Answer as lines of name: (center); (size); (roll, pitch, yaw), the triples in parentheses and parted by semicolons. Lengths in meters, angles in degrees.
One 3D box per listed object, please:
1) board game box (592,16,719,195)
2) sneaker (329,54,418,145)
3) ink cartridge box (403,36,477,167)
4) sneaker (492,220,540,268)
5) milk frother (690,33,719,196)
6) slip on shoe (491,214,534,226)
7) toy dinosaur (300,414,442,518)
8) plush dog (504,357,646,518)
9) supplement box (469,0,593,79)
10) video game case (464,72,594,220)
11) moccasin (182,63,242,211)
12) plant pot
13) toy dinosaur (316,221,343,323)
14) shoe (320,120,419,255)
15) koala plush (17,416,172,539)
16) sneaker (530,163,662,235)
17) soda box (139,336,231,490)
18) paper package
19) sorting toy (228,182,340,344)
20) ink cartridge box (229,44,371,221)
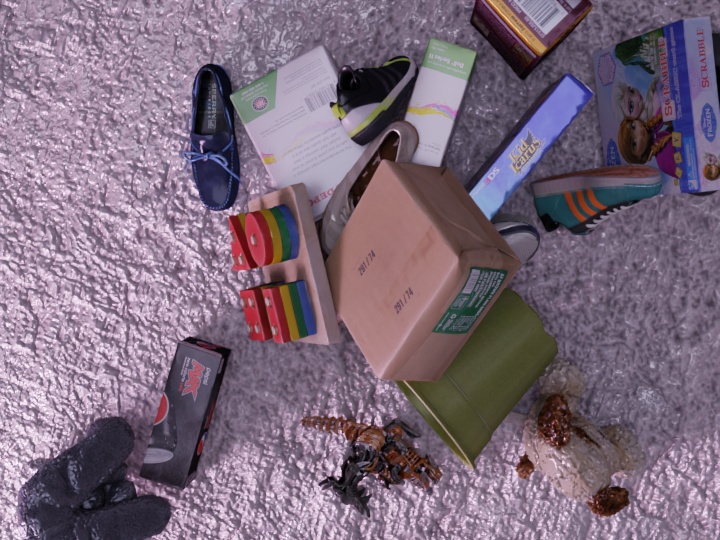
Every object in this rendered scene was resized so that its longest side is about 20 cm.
board game box: (0.368, -0.194, 1.149); (0.041, 0.199, 0.201); (-8, 93, -16)
sneaker: (0.015, -0.240, 1.175); (0.083, 0.200, 0.072); (43, 127, -15)
ink cartridge box: (0.091, -0.193, 1.210); (0.067, 0.117, 0.201); (18, 96, 4)
sneaker: (0.147, 0.012, 1.177); (0.199, 0.085, 0.077); (-31, 116, 7)
milk frother: (0.488, -0.194, 1.145); (0.179, 0.188, 0.202); (0, 94, 5)
slip on shoe: (0.147, -0.016, 1.251); (0.199, 0.074, 0.061); (-28, 122, 1)
toy dinosaur: (0.010, 0.262, 1.279); (0.199, 0.102, 0.136); (26, 81, 20)
plush dog: (0.272, 0.235, 1.201); (0.160, 0.172, 0.200); (-39, 92, 6)
supplement box: (0.208, -0.320, 1.150); (0.086, 0.200, 0.110); (-43, 90, 5)
video game case: (0.202, -0.151, 1.173); (0.045, 0.181, 0.200); (39, 96, 0)
moccasin: (-0.210, -0.181, 1.258); (0.080, 0.068, 0.201); (-7, 94, 5)
plant pot: (0.152, 0.123, 1.211); (0.190, 0.200, 0.200); (-40, 91, -7)
toy dinosaur: (0.000, 0.000, 1.253); (0.135, 0.086, 0.201); (6, 100, -3)
shoe: (0.004, -0.099, 1.153); (0.070, 0.053, 0.201); (31, 108, 1)
koala plush: (-0.393, 0.314, 1.259); (0.183, 0.200, 0.178); (-27, 94, -33)
sneaker: (0.307, -0.088, 1.183); (0.071, 0.200, 0.080); (-22, 102, -32)
soda box: (-0.246, 0.199, 1.293); (0.070, 0.063, 0.201); (17, 95, 3)
paper package: (0.062, 0.001, 1.084); (0.191, 0.103, 0.201); (57, 130, 36)
sorting toy: (-0.113, 0.001, 1.194); (0.069, 0.200, 0.200); (-14, 93, -22)
ink cartridge box: (-0.062, -0.176, 1.239); (0.145, 0.088, 0.201); (-27, 90, 6)
